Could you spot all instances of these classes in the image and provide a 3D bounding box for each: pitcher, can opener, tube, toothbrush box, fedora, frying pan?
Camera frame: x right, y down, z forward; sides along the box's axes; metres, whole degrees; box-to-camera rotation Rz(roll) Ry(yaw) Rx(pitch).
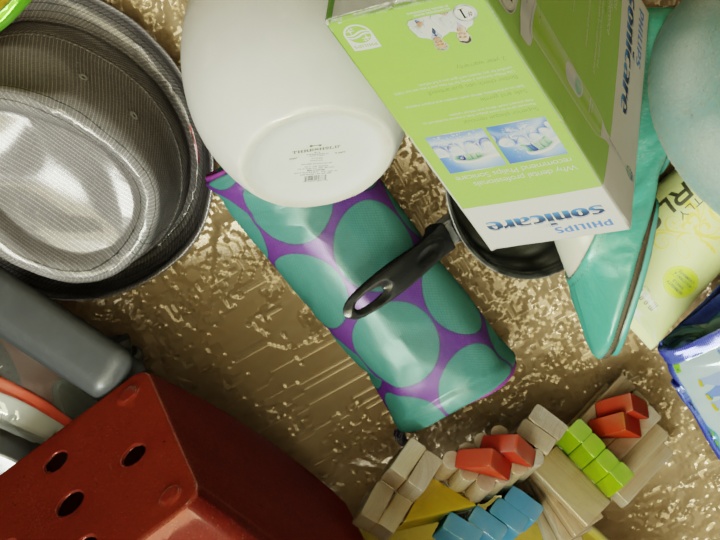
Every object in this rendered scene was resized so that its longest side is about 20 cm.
[{"bbox_3d":[-0.014,-0.140,1.102,0.171,0.201,0.121,-9,145,-3],"label":"pitcher"},{"bbox_3d":[-0.217,0.030,1.173,0.199,0.053,0.067,31,81,19],"label":"can opener"},{"bbox_3d":[0.212,-0.045,1.187,0.200,0.058,0.052,-44,140,19],"label":"tube"},{"bbox_3d":[0.071,-0.127,1.048,0.086,0.146,0.200,-10,144,27],"label":"toothbrush box"},{"bbox_3d":[-0.181,-0.064,1.177,0.200,0.090,0.177,43,104,-9],"label":"fedora"},{"bbox_3d":[0.073,-0.022,1.169,0.115,0.031,0.190,40,75,-25],"label":"frying pan"}]

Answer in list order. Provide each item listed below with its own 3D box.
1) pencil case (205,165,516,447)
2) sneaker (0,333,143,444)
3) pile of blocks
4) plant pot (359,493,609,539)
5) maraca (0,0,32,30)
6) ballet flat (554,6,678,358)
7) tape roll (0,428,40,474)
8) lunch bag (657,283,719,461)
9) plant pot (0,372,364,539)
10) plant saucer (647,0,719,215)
[{"bbox_3d":[0.000,0.000,1.188,0.085,0.092,0.200,-39,101,-11],"label":"pencil case"},{"bbox_3d":[-0.138,0.081,1.228,0.199,0.077,0.082,29,75,-21],"label":"sneaker"},{"bbox_3d":[0.096,0.118,1.184,0.199,0.062,0.082,-17,73,-19],"label":"pile of blocks"},{"bbox_3d":[0.068,0.249,1.223,0.199,0.201,0.142,-3,133,4],"label":"plant pot"},{"bbox_3d":[-0.243,-0.175,1.137,0.200,0.107,0.137,-37,71,13],"label":"maraca"},{"bbox_3d":[0.139,-0.054,1.162,0.070,0.067,0.201,18,88,-7],"label":"ballet flat"},{"bbox_3d":[-0.242,0.187,1.268,0.199,0.066,0.201,1,106,3],"label":"tape roll"},{"bbox_3d":[0.290,0.061,1.173,0.199,0.127,0.170,-32,102,1],"label":"lunch bag"},{"bbox_3d":[-0.107,0.178,1.114,0.200,0.200,0.176,-37,121,2],"label":"plant pot"},{"bbox_3d":[0.254,-0.100,1.104,0.200,0.202,0.039,6,150,1],"label":"plant saucer"}]
